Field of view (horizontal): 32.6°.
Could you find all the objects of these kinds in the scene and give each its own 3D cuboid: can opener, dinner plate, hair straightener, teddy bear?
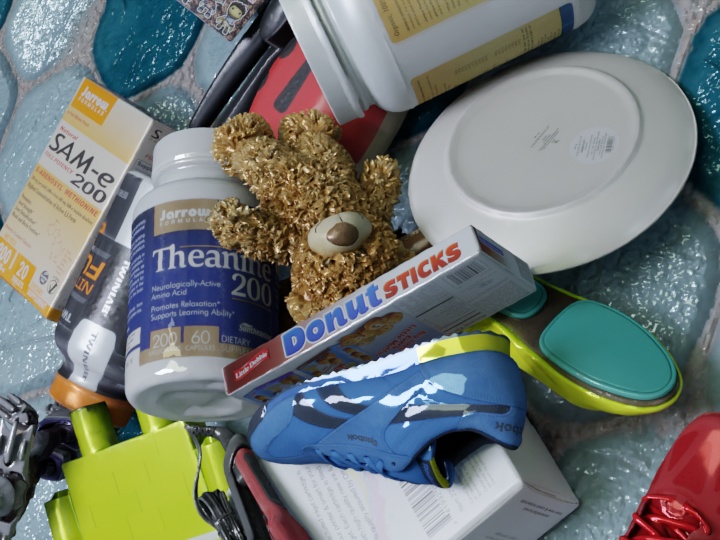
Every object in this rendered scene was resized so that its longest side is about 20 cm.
[{"bbox_3d":[-0.086,-0.186,1.059,0.200,0.078,0.064,-48,58,26],"label":"can opener"},{"bbox_3d":[0.124,-0.082,0.828,0.199,0.024,0.201,-13,50,15],"label":"dinner plate"},{"bbox_3d":[-0.079,0.179,0.815,0.077,0.041,0.200,-50,51,13],"label":"hair straightener"},{"bbox_3d":[-0.033,-0.051,0.846,0.201,0.144,0.067,-97,23,-48],"label":"teddy bear"}]

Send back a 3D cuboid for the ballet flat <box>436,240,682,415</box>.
[{"bbox_3d":[0.121,0.045,0.800,0.200,0.067,0.067,32,58,33],"label":"ballet flat"}]

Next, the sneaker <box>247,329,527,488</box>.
[{"bbox_3d":[0.011,0.101,0.758,0.199,0.066,0.079,-20,64,29],"label":"sneaker"}]

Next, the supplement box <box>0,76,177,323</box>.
[{"bbox_3d":[-0.245,-0.059,1.127,0.126,0.073,0.201,31,94,41],"label":"supplement box"}]

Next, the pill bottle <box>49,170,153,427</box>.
[{"bbox_3d":[-0.187,0.027,1.027,0.106,0.106,0.201,24,89,41],"label":"pill bottle"}]

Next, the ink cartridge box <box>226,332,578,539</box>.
[{"bbox_3d":[0.023,0.152,0.827,0.200,0.085,0.148,-43,52,18],"label":"ink cartridge box"}]

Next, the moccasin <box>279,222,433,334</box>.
[{"bbox_3d":[0.001,0.000,0.916,0.201,0.073,0.078,-30,65,38],"label":"moccasin"}]

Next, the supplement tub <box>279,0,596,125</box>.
[{"bbox_3d":[0.049,-0.201,0.865,0.199,0.145,0.145,-25,57,3],"label":"supplement tub"}]

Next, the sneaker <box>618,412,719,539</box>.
[{"bbox_3d":[0.165,0.169,0.687,0.078,0.115,0.201,11,81,40],"label":"sneaker"}]

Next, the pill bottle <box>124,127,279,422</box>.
[{"bbox_3d":[-0.115,0.002,0.908,0.111,0.111,0.201,-18,62,32],"label":"pill bottle"}]

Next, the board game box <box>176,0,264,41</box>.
[{"bbox_3d":[-0.094,-0.324,1.057,0.200,0.097,0.160,-48,28,14],"label":"board game box"}]

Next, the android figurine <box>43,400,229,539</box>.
[{"bbox_3d":[-0.160,0.191,0.949,0.181,0.041,0.201,-20,82,22],"label":"android figurine"}]

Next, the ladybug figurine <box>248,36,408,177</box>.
[{"bbox_3d":[-0.030,-0.137,0.986,0.136,0.072,0.201,38,98,41],"label":"ladybug figurine"}]

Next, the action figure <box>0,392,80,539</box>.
[{"bbox_3d":[-0.275,0.160,0.996,0.069,0.200,0.131,25,99,3],"label":"action figure"}]

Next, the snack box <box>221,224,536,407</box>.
[{"bbox_3d":[0.009,0.038,0.781,0.199,0.072,0.024,-30,56,25],"label":"snack box"}]
